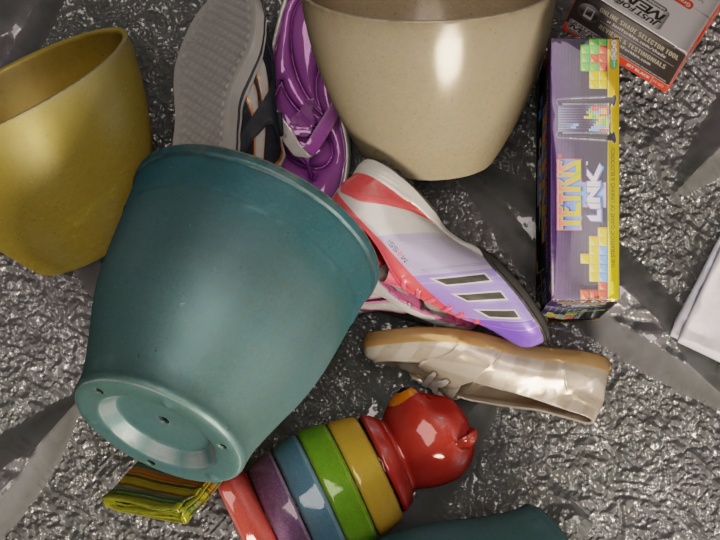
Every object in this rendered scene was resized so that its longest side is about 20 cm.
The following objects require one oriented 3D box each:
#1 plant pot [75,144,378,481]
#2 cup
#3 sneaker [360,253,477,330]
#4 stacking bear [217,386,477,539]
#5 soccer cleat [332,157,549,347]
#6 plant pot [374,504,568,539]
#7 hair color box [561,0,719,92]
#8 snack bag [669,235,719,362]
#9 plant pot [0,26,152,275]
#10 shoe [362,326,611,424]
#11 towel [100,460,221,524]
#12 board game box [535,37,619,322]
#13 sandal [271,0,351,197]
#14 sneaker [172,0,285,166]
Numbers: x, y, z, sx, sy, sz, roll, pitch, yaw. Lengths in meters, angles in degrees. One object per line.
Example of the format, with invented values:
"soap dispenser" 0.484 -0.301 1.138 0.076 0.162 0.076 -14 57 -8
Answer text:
"plant pot" -0.112 0.044 1.613 0.199 0.200 0.189 22 62 5
"cup" 0.053 -0.154 1.722 0.199 0.200 0.144 0 112 2
"sneaker" 0.000 0.000 1.755 0.199 0.086 0.081 25 57 -13
"stacking bear" -0.005 0.159 1.717 0.199 0.121 0.114 -26 94 -4
"soccer cleat" 0.058 0.002 1.698 0.200 0.068 0.073 42 73 -2
"plant pot" 0.078 0.275 1.666 0.187 0.200 0.201 -25 83 -15
"hair color box" 0.252 -0.248 1.736 0.101 0.061 0.200 33 61 6
"snack bag" 0.375 0.008 1.761 0.188 0.021 0.201 27 85 5
"plant pot" -0.242 -0.082 1.728 0.199 0.200 0.142 -26 110 -1
"shoe" 0.098 0.082 1.739 0.199 0.070 0.054 8 77 1
"towel" -0.114 0.118 1.697 0.086 0.018 0.200 6 41 36
"board game box" 0.167 -0.066 1.705 0.056 0.165 0.201 0 83 2
"sandal" -0.049 -0.139 1.779 0.082 0.050 0.204 1 85 5
"sneaker" -0.103 -0.126 1.746 0.078 0.079 0.201 -8 59 30
